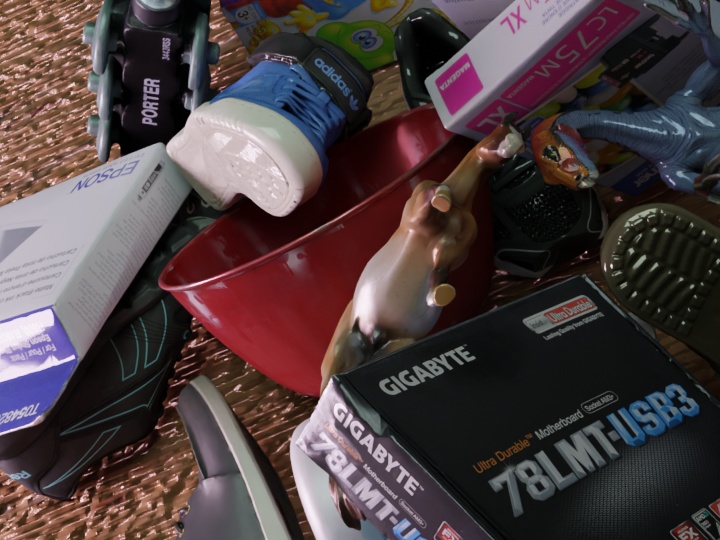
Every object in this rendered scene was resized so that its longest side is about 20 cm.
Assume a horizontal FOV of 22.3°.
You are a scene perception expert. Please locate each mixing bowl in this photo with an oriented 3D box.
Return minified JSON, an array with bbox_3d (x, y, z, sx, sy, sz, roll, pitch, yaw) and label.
[{"bbox_3d":[0.000,0.000,1.016,0.199,0.109,0.200,-29,14,8],"label":"mixing bowl"}]

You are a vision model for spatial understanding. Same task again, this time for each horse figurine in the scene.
[{"bbox_3d":[0.020,0.020,0.880,0.050,0.133,0.201,24,106,-2],"label":"horse figurine"}]

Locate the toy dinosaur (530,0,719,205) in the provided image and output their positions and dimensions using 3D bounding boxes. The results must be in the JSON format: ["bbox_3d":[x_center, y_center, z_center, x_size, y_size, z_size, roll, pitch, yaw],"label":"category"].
[{"bbox_3d":[0.181,-0.049,0.926,0.179,0.201,0.106,-2,57,16],"label":"toy dinosaur"}]

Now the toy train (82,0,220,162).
[{"bbox_3d":[-0.126,-0.143,1.153,0.084,0.200,0.115,8,63,-3],"label":"toy train"}]

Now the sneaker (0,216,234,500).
[{"bbox_3d":[-0.144,0.051,1.100,0.200,0.079,0.075,-44,29,-7],"label":"sneaker"}]

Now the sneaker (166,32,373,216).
[{"bbox_3d":[-0.037,-0.090,1.021,0.111,0.077,0.200,-42,9,-13],"label":"sneaker"}]

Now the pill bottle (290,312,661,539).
[{"bbox_3d":[0.071,0.092,0.951,0.198,0.111,0.111,-25,51,6],"label":"pill bottle"}]

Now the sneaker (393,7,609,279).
[{"bbox_3d":[0.069,-0.080,1.084,0.080,0.086,0.200,-37,51,-1],"label":"sneaker"}]

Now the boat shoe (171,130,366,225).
[{"bbox_3d":[-0.078,-0.047,1.142,0.198,0.066,0.070,-13,53,16],"label":"boat shoe"}]

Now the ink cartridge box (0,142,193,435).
[{"bbox_3d":[-0.215,0.022,1.103,0.198,0.041,0.201,-17,34,39],"label":"ink cartridge box"}]

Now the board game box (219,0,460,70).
[{"bbox_3d":[0.014,-0.208,1.186,0.198,0.103,0.106,-19,52,12],"label":"board game box"}]

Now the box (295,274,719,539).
[{"bbox_3d":[0.104,0.100,0.786,0.199,0.199,0.050,46,125,21],"label":"box"}]

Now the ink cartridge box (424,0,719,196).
[{"bbox_3d":[0.143,-0.100,0.976,0.119,0.199,0.042,-40,56,31],"label":"ink cartridge box"}]

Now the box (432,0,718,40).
[{"bbox_3d":[0.127,-0.204,1.044,0.104,0.200,0.186,-6,68,28],"label":"box"}]

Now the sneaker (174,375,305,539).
[{"bbox_3d":[-0.088,0.153,1.004,0.106,0.075,0.201,-29,52,1],"label":"sneaker"}]

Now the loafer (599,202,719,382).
[{"bbox_3d":[0.202,0.026,0.910,0.076,0.199,0.068,-50,14,11],"label":"loafer"}]
